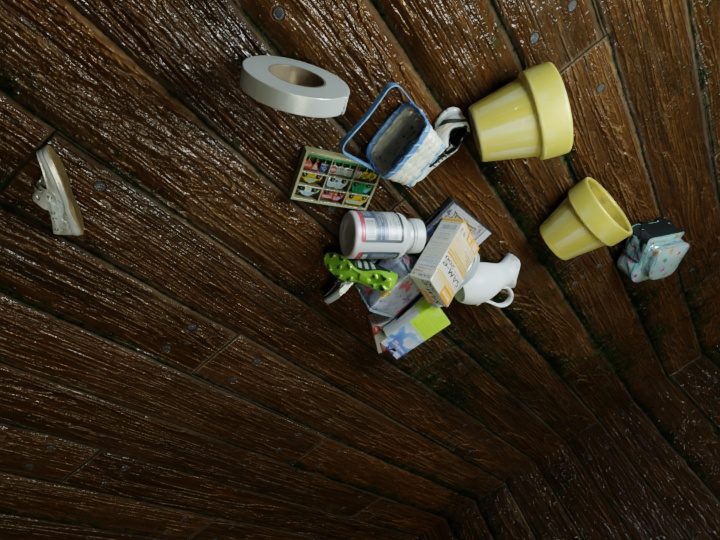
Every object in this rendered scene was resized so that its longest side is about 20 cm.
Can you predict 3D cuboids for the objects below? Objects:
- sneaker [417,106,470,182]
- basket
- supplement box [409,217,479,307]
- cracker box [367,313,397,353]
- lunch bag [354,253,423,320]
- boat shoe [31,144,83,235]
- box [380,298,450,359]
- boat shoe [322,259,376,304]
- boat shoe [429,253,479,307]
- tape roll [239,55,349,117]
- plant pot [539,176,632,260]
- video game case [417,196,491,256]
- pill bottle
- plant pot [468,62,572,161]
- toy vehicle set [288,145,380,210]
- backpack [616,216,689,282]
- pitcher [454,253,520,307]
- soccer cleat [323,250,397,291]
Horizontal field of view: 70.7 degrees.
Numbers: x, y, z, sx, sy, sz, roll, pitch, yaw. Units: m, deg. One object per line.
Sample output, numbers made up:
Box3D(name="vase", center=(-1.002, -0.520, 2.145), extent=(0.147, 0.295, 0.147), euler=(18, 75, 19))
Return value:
Box3D(name="sneaker", center=(0.177, -0.285, 1.194), extent=(0.074, 0.080, 0.200), euler=(17, 122, -35))
Box3D(name="basket", center=(0.071, -0.284, 1.104), extent=(0.176, 0.139, 0.200), euler=(-46, 139, 17))
Box3D(name="supplement box", center=(0.225, -0.023, 1.341), extent=(0.200, 0.073, 0.126), euler=(-58, 135, -19))
Box3D(name="cracker box", center=(0.129, 0.167, 1.584), extent=(0.199, 0.058, 0.134), euler=(-19, 134, -6))
Box3D(name="lunch bag", center=(0.117, 0.046, 1.428), extent=(0.170, 0.127, 0.200), euler=(-44, 146, 18))
Box3D(name="boat shoe", center=(-0.599, -0.146, 0.985), extent=(0.069, 0.071, 0.200), euler=(-10, 133, -18))
Box3D(name="box", center=(0.160, 0.173, 1.528), extent=(0.200, 0.048, 0.122), euler=(-35, 133, 6))
Box3D(name="boat shoe", center=(-0.039, 0.009, 1.376), extent=(0.057, 0.069, 0.200), euler=(42, 107, -14))
Box3D(name="boat shoe", center=(0.263, 0.019, 1.435), extent=(0.200, 0.072, 0.069), euler=(-44, 165, 1))
Box3D(name="tape roll", center=(-0.119, -0.340, 0.932), extent=(0.202, 0.203, 0.037), euler=(1, 128, -24))
Box3D(name="plant pot", center=(0.632, -0.132, 1.456), extent=(0.200, 0.201, 0.189), euler=(20, 133, -35))
Box3D(name="video game case", center=(0.249, -0.091, 1.431), extent=(0.200, 0.026, 0.181), euler=(29, 114, -39))
Box3D(name="pill bottle", center=(0.058, -0.088, 1.286), extent=(0.199, 0.120, 0.120), euler=(0, 129, -23))
Box3D(name="plant pot", center=(0.352, -0.337, 1.148), extent=(0.188, 0.201, 0.201), euler=(-15, 136, 12))
Box3D(name="toy vehicle set", center=(-0.056, -0.212, 1.192), extent=(0.199, 0.027, 0.125), euler=(5, 126, -27))
Box3D(name="backpack", center=(0.965, -0.053, 1.691), extent=(0.175, 0.154, 0.200), euler=(-13, 140, -19))
Box3D(name="pitcher", center=(0.380, 0.052, 1.538), extent=(0.199, 0.121, 0.172), euler=(-16, 112, -18))
Box3D(name="soccer cleat", center=(0.000, 0.000, 1.305), extent=(0.081, 0.199, 0.068), euler=(-33, 142, -64))
